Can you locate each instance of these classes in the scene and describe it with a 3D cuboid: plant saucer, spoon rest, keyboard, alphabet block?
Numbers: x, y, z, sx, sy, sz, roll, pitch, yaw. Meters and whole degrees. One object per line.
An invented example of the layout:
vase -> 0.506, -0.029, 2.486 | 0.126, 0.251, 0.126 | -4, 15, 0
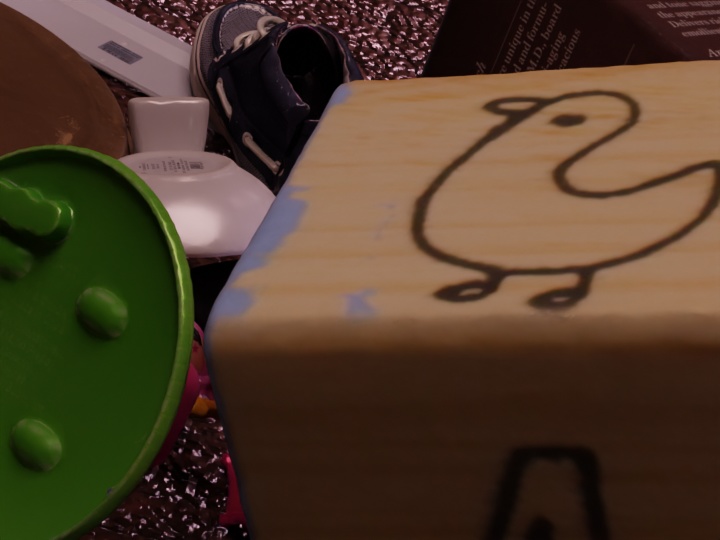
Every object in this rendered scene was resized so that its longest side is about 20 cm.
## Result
plant saucer -> -0.195, -0.083, 1.035 | 0.200, 0.029, 0.200 | 23, 31, -15
spoon rest -> -0.083, -0.031, 0.971 | 0.099, 0.061, 0.200 | -1, 17, -5
keyboard -> -0.127, -0.120, 1.180 | 0.200, 0.011, 0.056 | 29, 39, 18
alphabet block -> 0.079, 0.050, 0.787 | 0.200, 0.196, 0.195 | -2, 32, 17

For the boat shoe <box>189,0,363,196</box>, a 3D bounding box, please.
boat shoe -> -0.037, -0.101, 1.100 | 0.075, 0.093, 0.200 | -1, 40, -19

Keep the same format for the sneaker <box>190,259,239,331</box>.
sneaker -> 0.000, 0.000, 0.982 | 0.200, 0.091, 0.076 | -6, 41, -30

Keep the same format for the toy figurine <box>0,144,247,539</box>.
toy figurine -> -0.092, 0.039, 0.843 | 0.200, 0.150, 0.184 | 27, 1, 35

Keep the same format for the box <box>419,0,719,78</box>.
box -> 0.153, -0.068, 1.076 | 0.166, 0.164, 0.200 | -6, 39, -39
